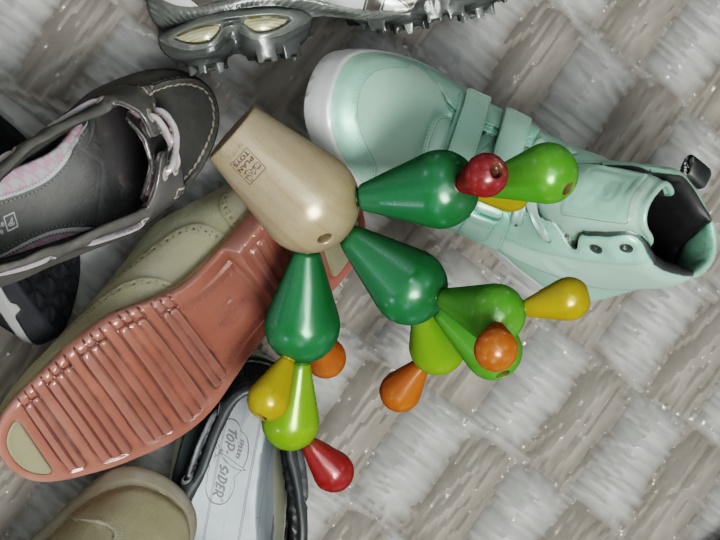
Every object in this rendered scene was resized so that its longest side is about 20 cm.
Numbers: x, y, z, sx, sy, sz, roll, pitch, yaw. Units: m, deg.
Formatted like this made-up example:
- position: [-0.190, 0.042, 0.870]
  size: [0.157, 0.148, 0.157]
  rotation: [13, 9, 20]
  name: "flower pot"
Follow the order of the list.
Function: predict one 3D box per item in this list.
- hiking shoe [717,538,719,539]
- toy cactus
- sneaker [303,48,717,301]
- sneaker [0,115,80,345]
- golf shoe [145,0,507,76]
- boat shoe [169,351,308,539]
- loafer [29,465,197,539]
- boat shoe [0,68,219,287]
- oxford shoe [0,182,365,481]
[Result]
- position: [0.252, 0.153, 1.452]
  size: [0.199, 0.087, 0.075]
  rotation: [-9, 97, -12]
  name: "hiking shoe"
- position: [0.000, 0.000, 1.304]
  size: [0.165, 0.102, 0.200]
  rotation: [41, 126, -8]
  name: "toy cactus"
- position: [0.076, -0.050, 1.352]
  size: [0.200, 0.118, 0.074]
  rotation: [29, 69, -32]
  name: "sneaker"
- position: [-0.205, -0.045, 1.349]
  size: [0.082, 0.072, 0.200]
  rotation: [-19, 119, 32]
  name: "sneaker"
- position: [-0.003, -0.152, 1.374]
  size: [0.199, 0.078, 0.095]
  rotation: [-12, 97, -13]
  name: "golf shoe"
- position: [-0.060, 0.140, 1.388]
  size: [0.074, 0.066, 0.201]
  rotation: [12, 92, -15]
  name: "boat shoe"
- position: [-0.154, 0.172, 1.349]
  size: [0.076, 0.068, 0.200]
  rotation: [38, 103, -10]
  name: "loafer"
- position: [-0.122, -0.038, 1.320]
  size: [0.200, 0.057, 0.067]
  rotation: [-31, 107, -41]
  name: "boat shoe"
- position: [-0.090, 0.022, 1.371]
  size: [0.200, 0.074, 0.071]
  rotation: [-36, 123, -14]
  name: "oxford shoe"
